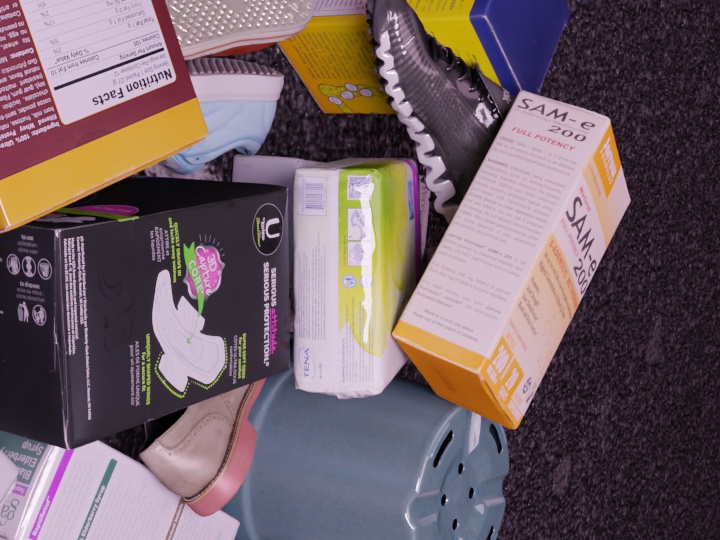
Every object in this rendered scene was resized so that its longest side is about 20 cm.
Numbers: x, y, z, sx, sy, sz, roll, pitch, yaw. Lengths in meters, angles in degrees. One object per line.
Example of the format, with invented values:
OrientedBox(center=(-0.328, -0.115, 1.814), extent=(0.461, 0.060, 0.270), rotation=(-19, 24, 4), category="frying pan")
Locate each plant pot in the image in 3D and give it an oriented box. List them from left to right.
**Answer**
OrientedBox(center=(0.000, 0.162, 0.995), extent=(0.200, 0.195, 0.202), rotation=(-16, 110, -53), category="plant pot")

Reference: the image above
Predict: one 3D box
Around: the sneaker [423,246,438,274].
OrientedBox(center=(0.106, 0.015, 1.024), extent=(0.200, 0.113, 0.073), rotation=(-54, 146, -81), category="sneaker")

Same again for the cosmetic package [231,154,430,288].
OrientedBox(center=(-0.022, -0.038, 1.037), extent=(0.199, 0.074, 0.103), rotation=(-1, 97, -55), category="cosmetic package")

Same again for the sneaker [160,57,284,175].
OrientedBox(center=(-0.129, -0.103, 0.867), extent=(0.199, 0.074, 0.083), rotation=(-7, 114, -48), category="sneaker")

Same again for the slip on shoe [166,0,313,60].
OrientedBox(center=(-0.125, -0.173, 0.860), extent=(0.199, 0.061, 0.075), rotation=(-13, 83, -38), category="slip on shoe")

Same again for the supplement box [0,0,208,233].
OrientedBox(center=(-0.211, -0.124, 0.601), extent=(0.133, 0.196, 0.202), rotation=(-33, 111, -48), category="supplement box")

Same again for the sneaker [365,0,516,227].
OrientedBox(center=(0.068, -0.127, 0.916), extent=(0.067, 0.090, 0.201), rotation=(-92, 161, -55), category="sneaker")

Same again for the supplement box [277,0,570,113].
OrientedBox(center=(0.047, -0.198, 0.993), extent=(0.110, 0.198, 0.110), rotation=(54, 51, -45), category="supplement box")

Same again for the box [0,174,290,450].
OrientedBox(center=(-0.158, 0.014, 0.775), extent=(0.199, 0.147, 0.126), rotation=(-14, 108, -53), category="box")

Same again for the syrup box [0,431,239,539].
OrientedBox(center=(-0.175, 0.165, 0.838), extent=(0.200, 0.078, 0.082), rotation=(46, 59, -49), category="syrup box")

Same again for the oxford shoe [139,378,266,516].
OrientedBox(center=(-0.112, 0.077, 0.880), extent=(0.075, 0.070, 0.201), rotation=(40, 21, -24), category="oxford shoe")

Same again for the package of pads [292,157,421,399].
OrientedBox(center=(0.000, 0.000, 0.897), extent=(0.200, 0.067, 0.156), rotation=(-30, 121, -77), category="package of pads")

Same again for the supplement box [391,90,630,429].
OrientedBox(center=(0.113, -0.005, 0.887), extent=(0.201, 0.073, 0.126), rotation=(-62, 153, -13), category="supplement box")

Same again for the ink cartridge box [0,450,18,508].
OrientedBox(center=(-0.292, 0.104, 0.649), extent=(0.145, 0.084, 0.201), rotation=(-61, 139, -29), category="ink cartridge box")
